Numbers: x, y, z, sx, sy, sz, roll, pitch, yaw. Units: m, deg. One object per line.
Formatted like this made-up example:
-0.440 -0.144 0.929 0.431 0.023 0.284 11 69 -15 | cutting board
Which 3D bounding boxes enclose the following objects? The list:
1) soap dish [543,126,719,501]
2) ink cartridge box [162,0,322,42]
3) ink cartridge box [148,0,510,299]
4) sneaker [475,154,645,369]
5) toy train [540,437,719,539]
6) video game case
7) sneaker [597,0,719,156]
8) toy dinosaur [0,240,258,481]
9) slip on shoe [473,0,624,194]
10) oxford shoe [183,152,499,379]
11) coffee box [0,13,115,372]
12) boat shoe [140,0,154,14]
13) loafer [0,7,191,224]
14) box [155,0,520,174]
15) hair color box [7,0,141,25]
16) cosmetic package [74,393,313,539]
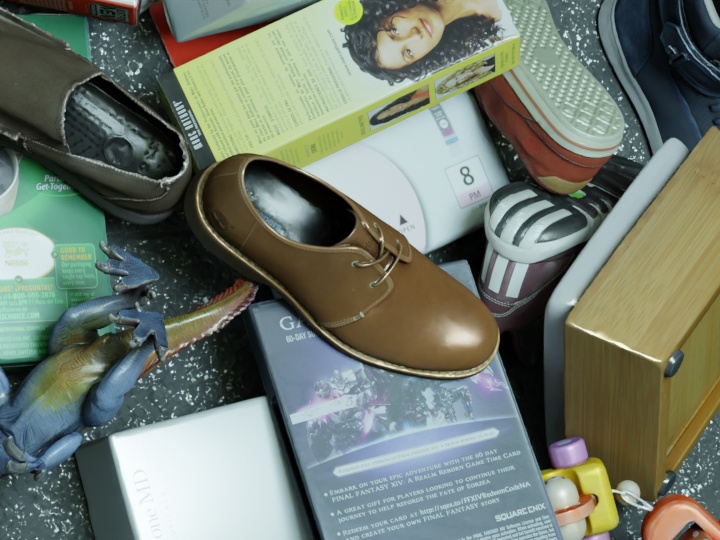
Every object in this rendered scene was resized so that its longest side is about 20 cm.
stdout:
0.178 0.034 1.395 0.081 0.200 0.158 29 64 22 | soap dish
0.004 -0.187 1.319 0.159 0.199 0.048 -18 91 -40 | ink cartridge box
-0.014 -0.096 1.416 0.162 0.057 0.201 -24 95 -26 | ink cartridge box
0.122 -0.003 1.453 0.075 0.116 0.199 32 27 28 | sneaker
0.131 0.187 1.373 0.200 0.056 0.150 -42 95 3 | toy train
0.028 0.100 1.322 0.142 0.019 0.201 -11 73 -26 | video game case
0.240 -0.103 1.478 0.077 0.146 0.203 -35 96 -27 | sneaker
-0.159 0.085 1.269 0.199 0.182 0.105 9 36 -40 | toy dinosaur
0.090 -0.124 1.428 0.074 0.061 0.201 -4 46 -33 | slip on shoe
0.000 0.000 1.298 0.199 0.071 0.072 29 66 -18 | oxford shoe
-0.205 -0.043 1.320 0.122 0.044 0.202 -3 81 -25 | coffee box
-0.145 -0.249 1.376 0.073 0.065 0.201 -13 85 -25 | boat shoe
-0.170 -0.099 1.282 0.199 0.071 0.073 28 69 -17 | loafer
-0.012 -0.114 1.354 0.199 0.050 0.076 -27 73 -4 | box
-0.212 -0.206 1.303 0.198 0.061 0.102 10 85 -5 | hair color box
-0.050 0.121 1.342 0.199 0.071 0.102 -14 86 -25 | cosmetic package
